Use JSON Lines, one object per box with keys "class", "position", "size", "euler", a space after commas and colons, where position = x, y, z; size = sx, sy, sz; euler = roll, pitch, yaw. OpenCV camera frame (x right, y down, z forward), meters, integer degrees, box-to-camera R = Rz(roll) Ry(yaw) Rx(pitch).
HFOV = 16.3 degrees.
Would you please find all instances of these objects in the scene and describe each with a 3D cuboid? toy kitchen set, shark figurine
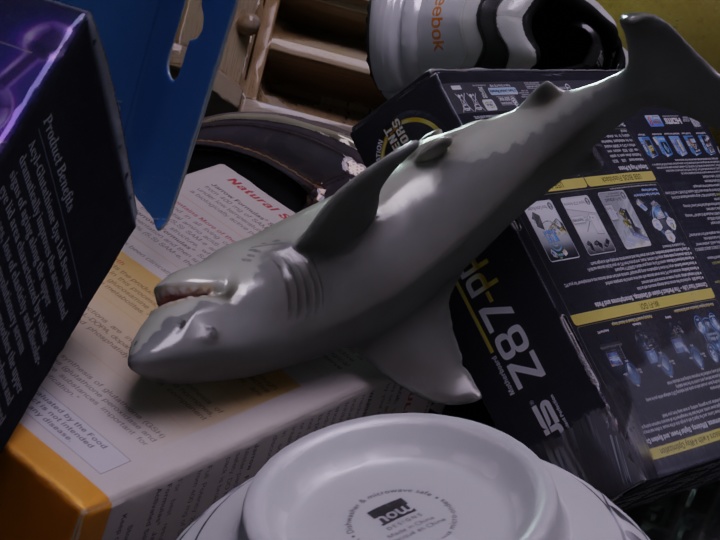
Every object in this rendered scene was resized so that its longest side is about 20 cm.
{"class": "toy kitchen set", "position": [-0.020, -0.156, 1.037], "size": [0.179, 0.200, 0.164], "euler": [14, 71, -4]}
{"class": "shark figurine", "position": [0.034, -0.005, 0.818], "size": [0.090, 0.214, 0.128], "euler": [62, 2, -2]}

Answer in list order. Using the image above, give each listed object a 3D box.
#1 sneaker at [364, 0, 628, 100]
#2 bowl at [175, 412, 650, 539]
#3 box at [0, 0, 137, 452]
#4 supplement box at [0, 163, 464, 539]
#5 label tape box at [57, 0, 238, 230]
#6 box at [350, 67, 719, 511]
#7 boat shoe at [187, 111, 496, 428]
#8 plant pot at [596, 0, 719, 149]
{"class": "sneaker", "position": [0.083, -0.079, 1.065], "size": [0.080, 0.074, 0.200], "euler": [0, -6, 32]}
{"class": "bowl", "position": [0.012, 0.103, 0.710], "size": [0.199, 0.095, 0.201], "euler": [-3, 30, 2]}
{"class": "box", "position": [-0.175, 0.008, 0.715], "size": [0.147, 0.105, 0.201], "euler": [17, 58, 15]}
{"class": "supplement box", "position": [-0.075, 0.043, 0.845], "size": [0.126, 0.074, 0.200], "euler": [35, 33, 26]}
{"class": "label tape box", "position": [-0.120, -0.124, 0.859], "size": [0.066, 0.144, 0.200], "euler": [-5, 36, -37]}
{"class": "box", "position": [0.096, 0.003, 0.933], "size": [0.200, 0.049, 0.162], "euler": [-8, 67, -58]}
{"class": "boat shoe", "position": [0.000, 0.000, 0.970], "size": [0.199, 0.075, 0.073], "euler": [24, 28, 14]}
{"class": "plant pot", "position": [0.164, -0.133, 1.217], "size": [0.141, 0.201, 0.200], "euler": [-6, 27, 7]}
